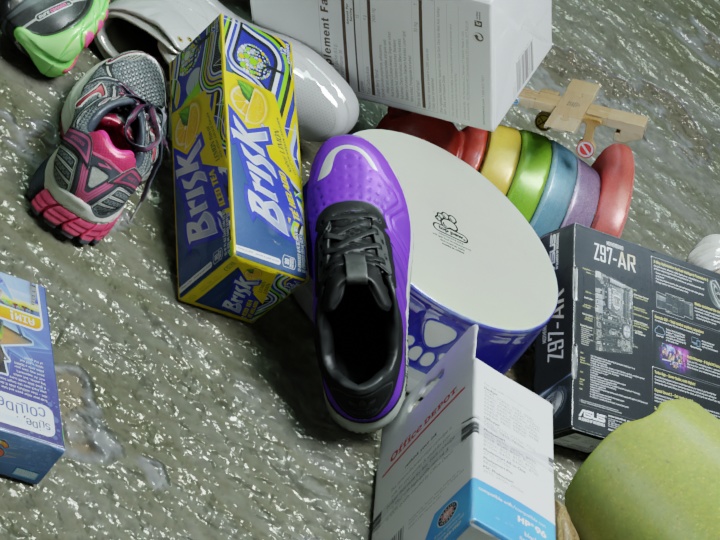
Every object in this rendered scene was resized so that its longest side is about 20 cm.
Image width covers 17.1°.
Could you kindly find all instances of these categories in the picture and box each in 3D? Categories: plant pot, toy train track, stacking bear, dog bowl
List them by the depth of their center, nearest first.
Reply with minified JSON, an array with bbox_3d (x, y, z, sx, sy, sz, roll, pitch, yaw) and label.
[{"bbox_3d":[0.238,0.191,1.598,0.200,0.201,0.184,3,35,-47],"label":"plant pot"},{"bbox_3d":[0.042,-0.005,1.720,0.200,0.079,0.200,28,32,-20],"label":"dog bowl"},{"bbox_3d":[0.119,-0.123,1.826,0.199,0.033,0.115,15,25,11],"label":"toy train track"},{"bbox_3d":[0.099,-0.068,1.852,0.200,0.122,0.114,23,25,-11],"label":"stacking bear"}]

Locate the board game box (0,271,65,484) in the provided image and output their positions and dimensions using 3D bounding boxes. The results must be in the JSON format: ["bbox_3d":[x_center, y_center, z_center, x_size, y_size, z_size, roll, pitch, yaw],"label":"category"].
[{"bbox_3d":[-0.267,0.036,1.355,0.200,0.034,0.136,21,36,-30],"label":"board game box"}]

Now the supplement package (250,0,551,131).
[{"bbox_3d":[0.031,-0.204,1.790,0.199,0.120,0.121,16,44,21],"label":"supplement package"}]

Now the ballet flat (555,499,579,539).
[{"bbox_3d":[0.119,0.226,1.533,0.072,0.068,0.200,52,22,-20],"label":"ballet flat"}]

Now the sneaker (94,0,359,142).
[{"bbox_3d":[-0.104,-0.141,1.752,0.200,0.074,0.116,32,31,4],"label":"sneaker"}]

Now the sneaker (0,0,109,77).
[{"bbox_3d":[-0.218,-0.220,1.715,0.084,0.077,0.200,34,29,-19],"label":"sneaker"}]

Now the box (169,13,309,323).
[{"bbox_3d":[-0.085,-0.070,1.628,0.064,0.070,0.201,18,51,-33],"label":"box"}]

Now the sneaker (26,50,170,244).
[{"bbox_3d":[-0.160,-0.094,1.615,0.081,0.075,0.200,33,30,-14],"label":"sneaker"}]

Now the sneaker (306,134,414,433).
[{"bbox_3d":[0.001,0.000,1.566,0.100,0.069,0.201,70,15,-77],"label":"sneaker"}]

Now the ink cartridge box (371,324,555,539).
[{"bbox_3d":[0.065,0.141,1.515,0.068,0.116,0.200,31,32,-17],"label":"ink cartridge box"}]

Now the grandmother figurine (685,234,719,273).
[{"bbox_3d":[0.312,0.064,1.919,0.060,0.121,0.200,-13,68,-15],"label":"grandmother figurine"}]

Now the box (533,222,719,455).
[{"bbox_3d":[0.218,0.067,1.793,0.200,0.043,0.161,17,65,-35],"label":"box"}]
